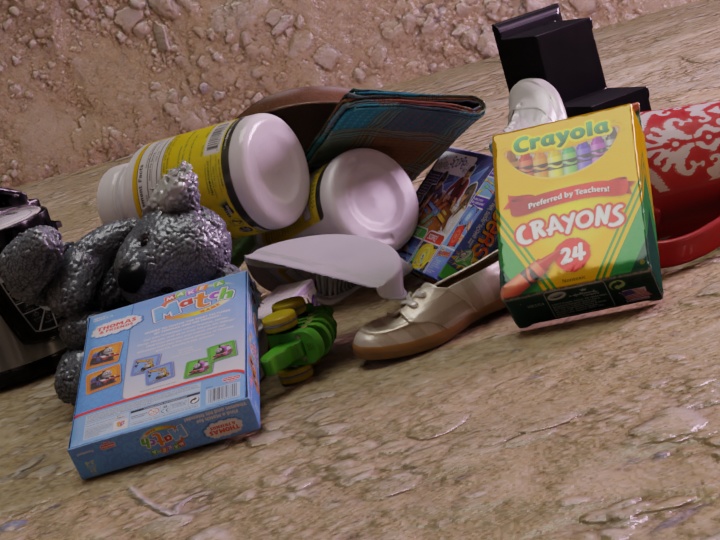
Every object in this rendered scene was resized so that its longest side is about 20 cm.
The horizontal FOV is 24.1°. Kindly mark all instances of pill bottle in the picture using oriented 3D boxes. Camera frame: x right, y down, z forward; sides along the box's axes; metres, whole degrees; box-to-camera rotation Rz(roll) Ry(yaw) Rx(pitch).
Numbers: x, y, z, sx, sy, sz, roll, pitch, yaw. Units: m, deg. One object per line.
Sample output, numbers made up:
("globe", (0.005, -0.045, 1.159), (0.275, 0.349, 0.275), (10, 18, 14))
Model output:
("pill bottle", (-0.158, -0.080, 1.655), (0.199, 0.113, 0.112), (-11, 12, 34))
("pill bottle", (-0.038, -0.042, 1.719), (0.111, 0.112, 0.200), (-25, -2, -38))

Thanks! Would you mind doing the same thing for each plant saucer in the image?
("plant saucer", (-0.049, -0.140, 1.721), (0.199, 0.037, 0.201), (-4, -21, -2))

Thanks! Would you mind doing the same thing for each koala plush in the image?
("koala plush", (-0.192, 0.000, 1.555), (0.200, 0.178, 0.184), (-33, -6, 34))

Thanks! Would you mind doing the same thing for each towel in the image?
("towel", (0.025, -0.129, 1.676), (0.146, 0.022, 0.200), (1, -19, -20))

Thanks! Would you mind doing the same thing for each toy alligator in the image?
("toy alligator", (-0.044, 0.050, 1.477), (0.054, 0.060, 0.200), (-13, 12, 12))

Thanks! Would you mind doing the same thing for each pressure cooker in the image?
("pressure cooker", (-0.393, 0.014, 1.778), (0.178, 0.201, 0.176), (-16, 11, -2))

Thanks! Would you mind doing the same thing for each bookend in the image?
("bookend", (0.254, -0.198, 1.892), (0.092, 0.201, 0.199), (-20, 11, -20))

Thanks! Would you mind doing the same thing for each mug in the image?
("mug", (0.290, -0.069, 1.515), (0.199, 0.178, 0.134), (-12, -27, 0))

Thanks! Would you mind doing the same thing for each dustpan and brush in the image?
("dustpan and brush", (0.000, 0.000, 1.523), (0.139, 0.057, 0.200), (13, 22, 26))

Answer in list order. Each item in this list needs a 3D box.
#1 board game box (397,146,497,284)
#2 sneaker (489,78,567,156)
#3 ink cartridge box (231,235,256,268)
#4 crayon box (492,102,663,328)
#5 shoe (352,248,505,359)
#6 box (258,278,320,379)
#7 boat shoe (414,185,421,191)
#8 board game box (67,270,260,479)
("board game box", (0.092, -0.052, 1.648), (0.136, 0.034, 0.200), (-56, 18, -2))
("sneaker", (0.177, -0.143, 1.826), (0.088, 0.075, 0.200), (0, 41, -13))
("ink cartridge box", (-0.168, 0.000, 1.741), (0.146, 0.048, 0.200), (-53, 9, 5))
("crayon box", (0.178, -0.060, 1.411), (0.126, 0.051, 0.201), (-13, 55, 17))
("shoe", (0.076, 0.024, 1.452), (0.199, 0.054, 0.070), (-21, 13, -25))
("box", (-0.084, 0.056, 1.559), (0.041, 0.039, 0.200), (-12, 12, 17))
("boat shoe", (0.104, -0.072, 1.821), (0.200, 0.074, 0.060), (-21, 12, -37))
("board game box", (-0.159, 0.082, 1.396), (0.151, 0.037, 0.200), (-16, 31, 6))
